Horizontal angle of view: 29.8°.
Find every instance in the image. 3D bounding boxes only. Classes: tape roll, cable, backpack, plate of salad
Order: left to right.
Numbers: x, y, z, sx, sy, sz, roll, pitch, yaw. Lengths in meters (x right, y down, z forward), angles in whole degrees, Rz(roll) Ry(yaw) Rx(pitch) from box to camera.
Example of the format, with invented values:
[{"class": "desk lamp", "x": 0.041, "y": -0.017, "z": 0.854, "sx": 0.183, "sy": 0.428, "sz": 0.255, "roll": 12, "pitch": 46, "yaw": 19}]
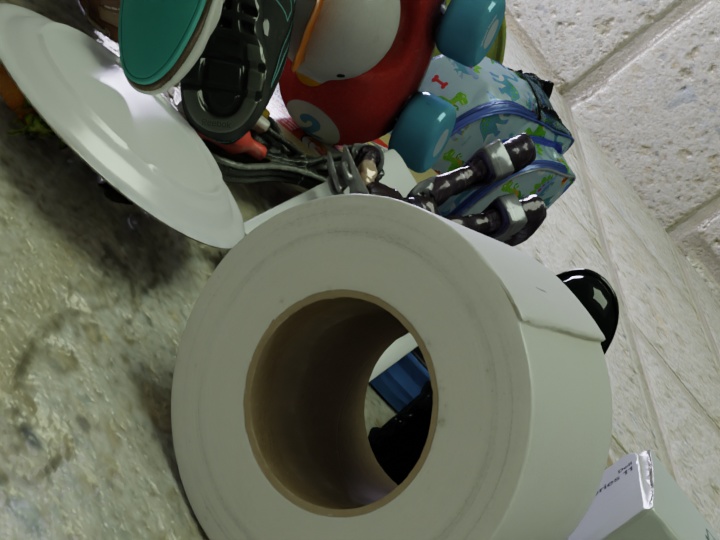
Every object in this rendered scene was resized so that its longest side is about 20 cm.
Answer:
[{"class": "plate of salad", "x": -0.148, "y": -0.080, "z": 0.809, "sx": 0.200, "sy": 0.048, "sz": 0.200, "roll": 43, "pitch": 12, "yaw": -12}, {"class": "cable", "x": -0.052, "y": -0.087, "z": 0.988, "sx": 0.198, "sy": 0.050, "sz": 0.098, "roll": 23, "pitch": 37, "yaw": -22}, {"class": "tape roll", "x": 0.019, "y": 0.071, "z": 0.709, "sx": 0.204, "sy": 0.202, "sz": 0.139, "roll": 60, "pitch": 20, "yaw": 20}, {"class": "backpack", "x": 0.097, "y": -0.105, "z": 1.266, "sx": 0.199, "sy": 0.183, "sz": 0.148, "roll": 16, "pitch": 40, "yaw": -56}]

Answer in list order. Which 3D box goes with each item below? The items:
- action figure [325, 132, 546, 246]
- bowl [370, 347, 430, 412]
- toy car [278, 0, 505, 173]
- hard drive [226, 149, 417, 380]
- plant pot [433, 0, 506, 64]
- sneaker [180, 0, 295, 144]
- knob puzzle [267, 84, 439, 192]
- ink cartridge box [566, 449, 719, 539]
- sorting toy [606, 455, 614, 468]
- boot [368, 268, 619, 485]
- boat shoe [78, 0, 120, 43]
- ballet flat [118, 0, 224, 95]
[{"class": "action figure", "x": 0.046, "y": -0.037, "z": 0.955, "sx": 0.198, "sy": 0.069, "sz": 0.132, "roll": -15, "pitch": 84, "yaw": -37}, {"class": "bowl", "x": 0.031, "y": 0.035, "z": 1.072, "sx": 0.201, "sy": 0.039, "sz": 0.201, "roll": 47, "pitch": 19, "yaw": -22}, {"class": "toy car", "x": -0.018, "y": -0.173, "z": 1.004, "sx": 0.183, "sy": 0.179, "sz": 0.200, "roll": 29, "pitch": 18, "yaw": 12}, {"class": "hard drive", "x": 0.000, "y": 0.000, "z": 0.954, "sx": 0.199, "sy": 0.027, "sz": 0.133, "roll": -31, "pitch": 91, "yaw": -52}, {"class": "plant pot", "x": 0.019, "y": -0.229, "z": 1.319, "sx": 0.202, "sy": 0.200, "sz": 0.184, "roll": 56, "pitch": 29, "yaw": 8}, {"class": "sneaker", "x": -0.079, "y": -0.182, "z": 0.909, "sx": 0.074, "sy": 0.203, "sz": 0.079, "roll": 13, "pitch": -6, "yaw": 6}, {"class": "knob puzzle", "x": -0.042, "y": -0.100, "z": 1.106, "sx": 0.218, "sy": 0.031, "sz": 0.221, "roll": 27, "pitch": 28, "yaw": -15}, {"class": "ink cartridge box", "x": 0.166, "y": 0.228, "z": 0.769, "sx": 0.201, "sy": 0.146, "sz": 0.083, "roll": 50, "pitch": 17, "yaw": -5}, {"class": "sorting toy", "x": 0.160, "y": 0.202, "z": 0.906, "sx": 0.202, "sy": 0.106, "sz": 0.180, "roll": 58, "pitch": 3, "yaw": -3}, {"class": "boot", "x": 0.088, "y": 0.077, "z": 0.900, "sx": 0.074, "sy": 0.198, "sz": 0.162, "roll": 52, "pitch": 11, "yaw": 6}, {"class": "boat shoe", "x": -0.176, "y": -0.210, "z": 0.957, "sx": 0.201, "sy": 0.075, "sz": 0.073, "roll": -115, "pitch": -161, "yaw": -60}, {"class": "ballet flat", "x": -0.103, "y": -0.206, "z": 0.839, "sx": 0.069, "sy": 0.068, "sz": 0.203, "roll": 8, "pitch": 88, "yaw": -66}]
